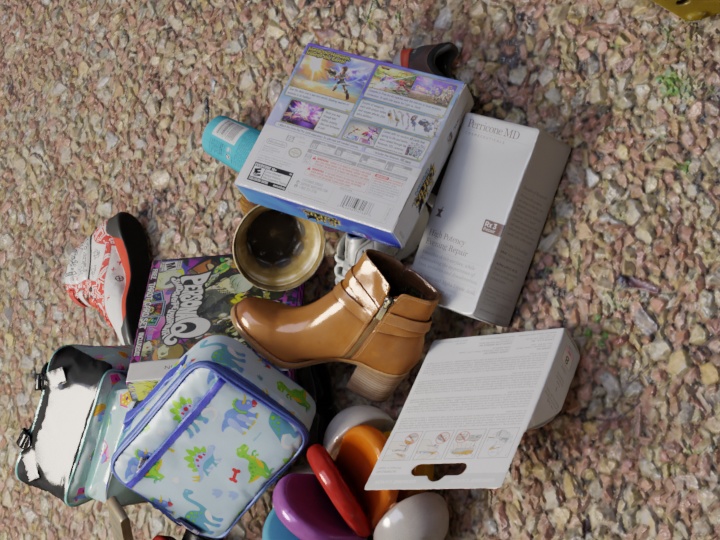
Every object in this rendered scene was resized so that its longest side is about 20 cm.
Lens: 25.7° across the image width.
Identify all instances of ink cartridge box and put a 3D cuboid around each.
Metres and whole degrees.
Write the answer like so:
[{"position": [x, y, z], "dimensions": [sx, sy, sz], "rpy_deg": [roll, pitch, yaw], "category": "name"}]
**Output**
[{"position": [0.111, 0.146, 1.537], "dimensions": [0.161, 0.057, 0.201], "rpy_deg": [-7, 44, 37], "category": "ink cartridge box"}]

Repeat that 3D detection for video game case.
[{"position": [-0.006, -0.133, 1.654], "dimensions": [0.198, 0.045, 0.182], "rpy_deg": [18, 72, 27], "category": "video game case"}, {"position": [-0.155, 0.058, 1.741], "dimensions": [0.179, 0.036, 0.201], "rpy_deg": [-4, 41, 8], "category": "video game case"}]

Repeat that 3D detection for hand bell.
[{"position": [-0.110, -0.060, 1.795], "dimensions": [0.105, 0.104, 0.200], "rpy_deg": [-58, 22, 10], "category": "hand bell"}]

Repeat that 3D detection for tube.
[{"position": [-0.104, -0.126, 1.856], "dimensions": [0.199, 0.050, 0.078], "rpy_deg": [29, 93, 36], "category": "tube"}]

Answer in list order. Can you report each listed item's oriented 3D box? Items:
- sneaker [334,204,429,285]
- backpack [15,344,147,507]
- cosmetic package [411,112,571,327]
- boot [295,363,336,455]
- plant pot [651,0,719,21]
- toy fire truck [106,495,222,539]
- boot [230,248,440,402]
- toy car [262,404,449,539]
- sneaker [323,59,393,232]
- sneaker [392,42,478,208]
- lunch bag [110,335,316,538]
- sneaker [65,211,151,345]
[{"position": [0.000, 0.000, 1.705], "dimensions": [0.074, 0.087, 0.202], "rpy_deg": [21, 92, 39], "category": "sneaker"}, {"position": [-0.273, 0.176, 1.802], "dimensions": [0.152, 0.200, 0.178], "rpy_deg": [18, 98, 20], "category": "backpack"}, {"position": [0.130, -0.053, 1.625], "dimensions": [0.101, 0.074, 0.202], "rpy_deg": [18, 90, 40], "category": "cosmetic package"}, {"position": [-0.093, 0.122, 1.767], "dimensions": [0.131, 0.070, 0.202], "rpy_deg": [-26, 73, 27], "category": "boot"}, {"position": [0.326, -0.353, 1.486], "dimensions": [0.194, 0.193, 0.202], "rpy_deg": [-14, 74, 35], "category": "plant pot"}, {"position": [-0.194, 0.328, 1.689], "dimensions": [0.175, 0.199, 0.130], "rpy_deg": [26, 94, 40], "category": "toy fire truck"}, {"position": [-0.025, 0.041, 1.619], "dimensions": [0.199, 0.077, 0.156], "rpy_deg": [29, 129, 3], "category": "boot"}, {"position": [-0.021, 0.240, 1.609], "dimensions": [0.200, 0.149, 0.175], "rpy_deg": [-49, 53, 17], "category": "toy car"}, {"position": [-0.016, -0.141, 1.772], "dimensions": [0.088, 0.080, 0.202], "rpy_deg": [13, 81, 47], "category": "sneaker"}, {"position": [0.087, -0.161, 1.694], "dimensions": [0.081, 0.077, 0.202], "rpy_deg": [-19, 67, 25], "category": "sneaker"}, {"position": [-0.158, 0.174, 1.651], "dimensions": [0.200, 0.160, 0.083], "rpy_deg": [-46, 14, 27], "category": "lunch bag"}, {"position": [-0.308, 0.036, 1.959], "dimensions": [0.107, 0.067, 0.203], "rpy_deg": [-32, 56, 29], "category": "sneaker"}]
